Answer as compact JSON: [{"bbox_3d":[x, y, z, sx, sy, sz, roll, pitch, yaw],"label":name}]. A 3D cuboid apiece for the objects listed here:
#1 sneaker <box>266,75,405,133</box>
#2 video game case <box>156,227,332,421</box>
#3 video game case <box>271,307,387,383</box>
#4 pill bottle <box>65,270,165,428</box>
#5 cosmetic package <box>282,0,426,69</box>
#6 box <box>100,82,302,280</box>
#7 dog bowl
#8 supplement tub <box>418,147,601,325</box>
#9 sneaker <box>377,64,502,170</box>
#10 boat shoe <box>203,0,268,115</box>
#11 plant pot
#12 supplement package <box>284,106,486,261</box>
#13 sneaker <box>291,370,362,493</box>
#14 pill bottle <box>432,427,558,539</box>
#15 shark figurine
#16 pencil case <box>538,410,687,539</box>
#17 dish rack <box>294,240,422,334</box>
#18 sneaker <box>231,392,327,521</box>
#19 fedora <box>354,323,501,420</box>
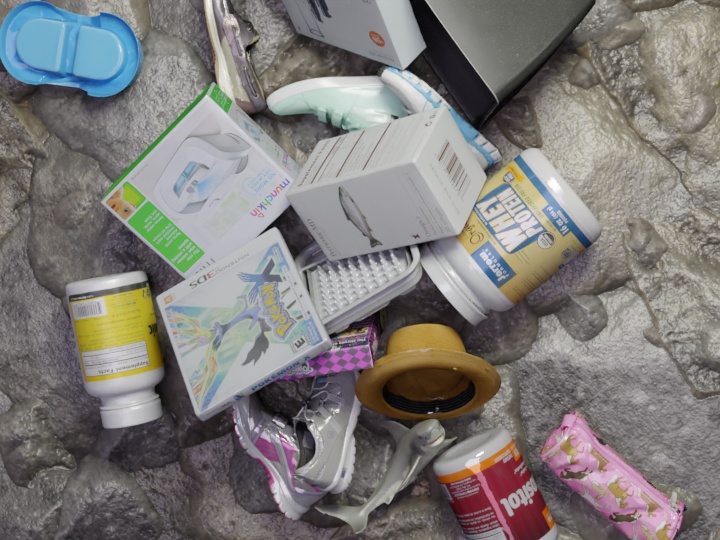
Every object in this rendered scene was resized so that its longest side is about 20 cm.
[{"bbox_3d":[-0.023,-0.187,1.478,0.200,0.074,0.118,-3,89,7],"label":"sneaker"},{"bbox_3d":[-0.148,0.061,1.399,0.182,0.022,0.200,-30,51,4],"label":"video game case"},{"bbox_3d":[-0.072,0.091,1.459,0.200,0.181,0.036,-10,106,9],"label":"video game case"},{"bbox_3d":[-0.325,0.106,1.537,0.111,0.111,0.200,-9,94,10],"label":"pill bottle"},{"bbox_3d":[-0.025,-0.338,1.389,0.200,0.151,0.052,28,68,39],"label":"cosmetic package"},{"bbox_3d":[-0.200,-0.108,1.480,0.200,0.097,0.176,-42,105,13],"label":"box"},{"bbox_3d":[-0.387,-0.298,1.542,0.200,0.050,0.112,11,97,7],"label":"dog bowl"},{"bbox_3d":[0.184,-0.040,1.425,0.200,0.145,0.145,-40,88,10],"label":"supplement tub"},{"bbox_3d":[0.086,-0.175,1.433,0.200,0.075,0.087,40,98,-22],"label":"sneaker"},{"bbox_3d":[-0.163,-0.301,1.498,0.065,0.072,0.200,-9,97,5],"label":"boat shoe"},{"bbox_3d":[0.166,-0.318,1.390,0.177,0.200,0.200,-36,89,-3],"label":"plant pot"},{"bbox_3d":[0.031,-0.104,1.404,0.200,0.117,0.117,-12,126,37],"label":"supplement package"},{"bbox_3d":[-0.048,0.185,1.482,0.082,0.075,0.200,15,63,-30],"label":"sneaker"},{"bbox_3d":[0.184,0.315,1.474,0.113,0.113,0.200,-27,91,10],"label":"pill bottle"},{"bbox_3d":[0.041,0.249,1.507,0.090,0.128,0.215,46,114,16],"label":"shark figurine"},{"bbox_3d":[0.322,0.270,1.463,0.200,0.083,0.087,40,100,5],"label":"pencil case"},{"bbox_3d":[0.000,0.000,1.449,0.171,0.200,0.044,-30,119,10],"label":"dish rack"},{"bbox_3d":[-0.103,0.231,1.535,0.088,0.081,0.200,-30,96,6],"label":"sneaker"},{"bbox_3d":[0.085,0.123,1.460,0.200,0.201,0.082,-8,59,10],"label":"fedora"}]
